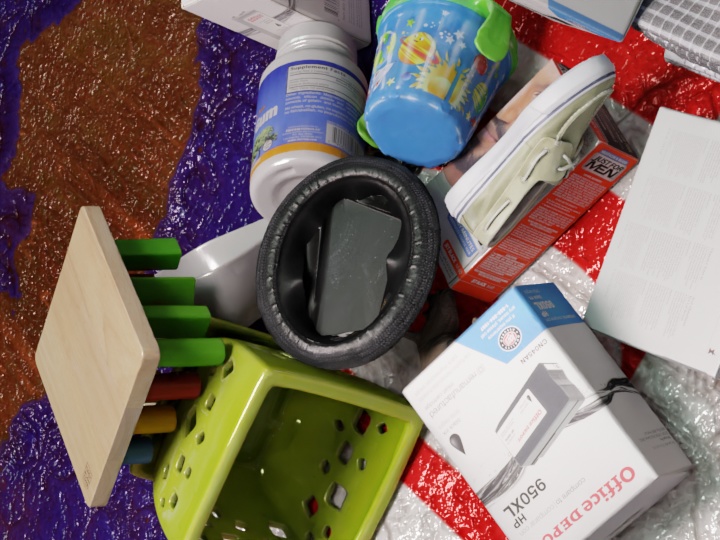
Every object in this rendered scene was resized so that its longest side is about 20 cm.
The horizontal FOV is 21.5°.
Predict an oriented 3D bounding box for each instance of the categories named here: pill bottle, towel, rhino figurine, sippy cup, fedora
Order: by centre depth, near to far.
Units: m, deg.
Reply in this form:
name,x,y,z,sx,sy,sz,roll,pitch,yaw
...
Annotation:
name,x,y,z,sx,sy,sz,roll,pitch,yaw
towel,0.334,-0.232,1.565,0.200,0.085,0.166,32,99,46
rhino figurine,0.095,0.084,1.721,0.088,0.060,0.200,-53,45,16
sippy cup,0.066,-0.172,1.749,0.139,0.178,0.131,13,53,10
fedora,0.000,0.000,1.750,0.199,0.092,0.202,-7,71,21
pill bottle,-0.048,-0.146,1.858,0.112,0.112,0.201,-32,40,34

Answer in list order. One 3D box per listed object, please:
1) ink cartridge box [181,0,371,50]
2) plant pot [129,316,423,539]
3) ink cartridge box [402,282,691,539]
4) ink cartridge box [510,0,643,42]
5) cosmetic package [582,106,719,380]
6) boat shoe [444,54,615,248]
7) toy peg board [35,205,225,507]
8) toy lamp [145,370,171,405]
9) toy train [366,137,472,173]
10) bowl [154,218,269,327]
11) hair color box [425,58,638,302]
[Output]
name,x,y,z,sx,sy,sz,roll,pitch,yaw
ink cartridge box,-0.086,-0.312,1.929,0.082,0.199,0.147,-19,64,40
plant pot,-0.092,0.163,1.792,0.181,0.198,0.201,36,104,52
ink cartridge box,0.155,0.132,1.578,0.145,0.084,0.200,-45,70,23
ink cartridge box,0.155,-0.274,1.662,0.084,0.144,0.200,-66,16,7
cosmetic package,0.283,-0.022,1.571,0.150,0.052,0.201,23,93,49
boat shoe,0.157,-0.102,1.636,0.062,0.072,0.200,50,119,13
toy peg board,-0.212,0.079,1.765,0.200,0.097,0.200,62,141,41
toy lamp,-0.209,0.130,2.017,0.200,0.058,0.058,-43,51,31
toy train,0.031,-0.117,1.868,0.199,0.034,0.046,-11,66,42
bowl,-0.142,0.018,1.910,0.199,0.200,0.075,-22,101,39
hair color box,0.145,-0.080,1.722,0.200,0.064,0.111,-45,49,24
